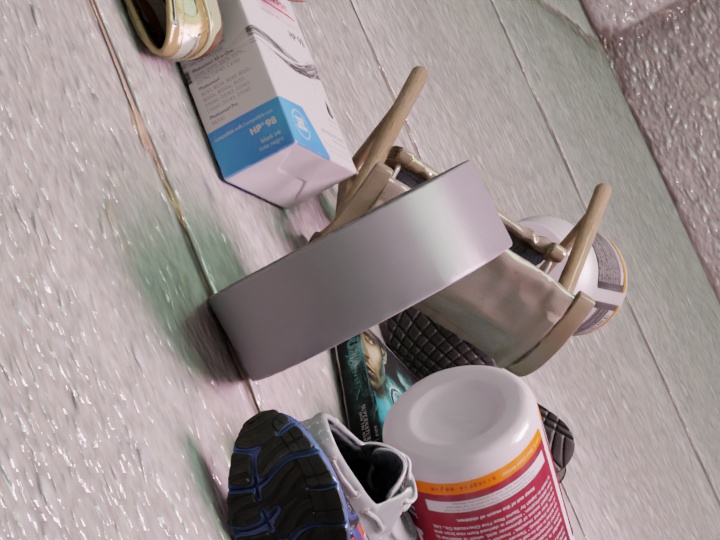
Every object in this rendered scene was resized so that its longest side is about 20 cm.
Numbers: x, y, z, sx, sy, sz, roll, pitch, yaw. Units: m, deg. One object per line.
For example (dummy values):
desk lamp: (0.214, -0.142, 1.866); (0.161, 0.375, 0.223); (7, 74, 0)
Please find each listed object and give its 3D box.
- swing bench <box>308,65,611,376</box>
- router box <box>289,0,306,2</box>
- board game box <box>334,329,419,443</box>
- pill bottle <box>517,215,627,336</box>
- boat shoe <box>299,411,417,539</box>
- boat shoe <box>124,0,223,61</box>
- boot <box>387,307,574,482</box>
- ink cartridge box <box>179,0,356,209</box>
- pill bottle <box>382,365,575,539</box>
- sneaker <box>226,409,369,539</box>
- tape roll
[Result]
swing bench: (0.078, -0.028, 1.737); (0.199, 0.130, 0.200); (33, 31, -8)
router box: (-0.068, -0.338, 1.670); (0.179, 0.200, 0.049); (36, 14, 11)
board game box: (0.046, 0.140, 1.681); (0.200, 0.028, 0.135); (47, 23, -43)
pill bottle: (0.187, 0.005, 2.151); (0.117, 0.116, 0.200); (66, 17, 12)
boat shoe: (0.001, 0.149, 1.457); (0.201, 0.071, 0.070); (41, 26, -54)
boat shoe: (-0.163, -0.248, 1.593); (0.076, 0.072, 0.200); (-14, 78, -61)
boot: (0.095, 0.108, 1.827); (0.200, 0.068, 0.131); (45, -9, 7)
ink cartridge box: (-0.086, -0.158, 1.677); (0.116, 0.067, 0.200); (22, 44, -65)
pill bottle: (0.092, 0.176, 1.573); (0.113, 0.113, 0.200); (-92, 167, -55)
sneaker: (-0.026, 0.177, 1.362); (0.078, 0.075, 0.200); (-81, 150, -77)
tape roll: (0.000, 0.000, 1.460); (0.066, 0.200, 0.200); (63, 17, -1)
